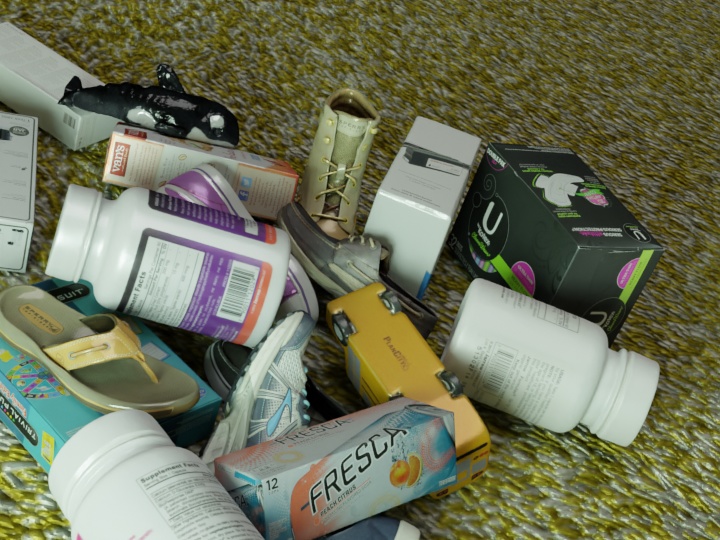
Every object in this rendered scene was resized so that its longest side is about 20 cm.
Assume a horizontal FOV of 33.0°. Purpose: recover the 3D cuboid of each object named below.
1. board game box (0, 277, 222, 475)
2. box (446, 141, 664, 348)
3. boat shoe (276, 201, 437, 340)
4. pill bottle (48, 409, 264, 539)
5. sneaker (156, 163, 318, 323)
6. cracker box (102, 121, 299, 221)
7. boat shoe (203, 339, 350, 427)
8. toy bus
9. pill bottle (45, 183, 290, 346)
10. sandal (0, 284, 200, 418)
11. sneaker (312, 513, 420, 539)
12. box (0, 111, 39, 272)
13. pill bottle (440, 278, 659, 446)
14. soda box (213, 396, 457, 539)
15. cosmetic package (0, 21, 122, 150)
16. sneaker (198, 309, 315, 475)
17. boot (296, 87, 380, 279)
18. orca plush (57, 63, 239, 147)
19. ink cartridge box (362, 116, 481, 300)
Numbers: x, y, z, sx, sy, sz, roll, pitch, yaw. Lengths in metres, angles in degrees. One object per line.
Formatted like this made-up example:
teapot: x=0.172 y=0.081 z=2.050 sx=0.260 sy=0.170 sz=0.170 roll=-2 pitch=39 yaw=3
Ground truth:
board game box: x=-0.241 y=0.089 z=1.043 sx=0.200 sy=0.047 sz=0.151 roll=40 pitch=37 yaw=28
box: x=0.210 y=-0.027 z=1.353 sx=0.124 sy=0.149 sz=0.200 roll=1 pitch=37 yaw=-29
boat shoe: x=0.000 y=0.000 z=1.220 sx=0.200 sy=0.073 sz=0.074 roll=47 pitch=9 yaw=1
pill bottle: x=-0.137 y=0.201 z=0.875 sx=0.113 sy=0.114 sz=0.200 roll=-13 pitch=45 yaw=-40
sneaker: x=-0.137 y=0.000 z=1.185 sx=0.201 sy=0.073 sz=0.114 roll=47 pitch=47 yaw=5
cracker box: x=-0.173 y=-0.107 z=1.310 sx=0.199 sy=0.058 sz=0.134 roll=12 pitch=9 yaw=-12
boat shoe: x=-0.063 y=0.115 z=1.089 sx=0.200 sy=0.057 sz=0.068 roll=39 pitch=38 yaw=27
toy bus: x=0.040 y=0.105 z=1.118 sx=0.065 sy=0.079 sz=0.200 roll=-24 pitch=53 yaw=-18
pill bottle: x=-0.171 y=-0.009 z=1.081 sx=0.199 sy=0.112 sz=0.112 roll=17 pitch=33 yaw=-15
sandal: x=-0.221 y=0.059 z=1.002 sx=0.199 sy=0.054 sz=0.080 roll=31 pitch=34 yaw=16
sneaker: x=-0.018 y=0.247 z=0.913 sx=0.084 sy=0.075 sz=0.200 roll=24 pitch=23 yaw=4
box: x=-0.383 y=-0.086 z=1.209 sx=0.116 sy=0.060 sz=0.201 roll=7 pitch=35 yaw=-19
pill bottle: x=0.184 y=0.095 z=1.196 sx=0.199 sy=0.115 sz=0.115 roll=22 pitch=33 yaw=3
soda box: x=-0.016 y=0.159 z=0.967 sx=0.199 sy=0.064 sz=0.068 roll=-14 pitch=16 yaw=-38
cosmetic package: x=-0.371 y=-0.215 z=1.409 sx=0.199 sy=0.051 sz=0.082 roll=33 pitch=37 yaw=19
sneaker: x=-0.075 y=0.128 z=1.023 sx=0.086 sy=0.078 sz=0.201 roll=29 pitch=62 yaw=-6
boot: x=-0.026 y=-0.095 z=1.320 sx=0.072 sy=0.156 sz=0.201 roll=14 pitch=34 yaw=-9
orca plush: x=-0.226 y=-0.194 z=1.337 sx=0.199 sy=0.072 sz=0.105 roll=16 pitch=9 yaw=12
ink cartridge box: x=0.058 y=-0.058 z=1.322 sx=0.084 sy=0.145 sz=0.200 roll=21 pitch=32 yaw=4
